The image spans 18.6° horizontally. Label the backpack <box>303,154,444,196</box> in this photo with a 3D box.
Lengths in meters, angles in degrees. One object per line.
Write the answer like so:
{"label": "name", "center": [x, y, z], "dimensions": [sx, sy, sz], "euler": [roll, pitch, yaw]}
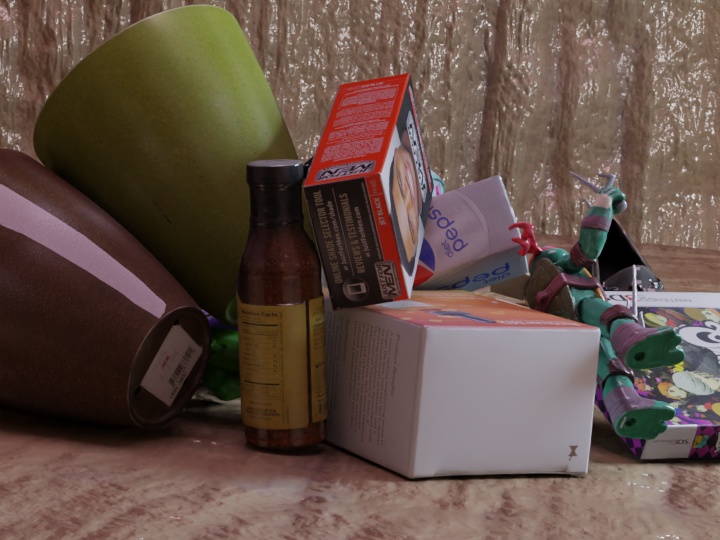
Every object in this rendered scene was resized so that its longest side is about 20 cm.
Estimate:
{"label": "backpack", "center": [0.000, 0.000, 1.841], "dimensions": [0.125, 0.202, 0.167], "euler": [6, 5, 12]}

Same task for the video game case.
{"label": "video game case", "center": [0.255, 0.080, 1.735], "dimensions": [0.180, 0.036, 0.200], "euler": [1, 30, -24]}

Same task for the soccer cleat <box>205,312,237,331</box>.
{"label": "soccer cleat", "center": [-0.143, 0.055, 1.853], "dimensions": [0.073, 0.069, 0.200], "euler": [2, 2, -23]}

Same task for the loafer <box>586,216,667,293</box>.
{"label": "loafer", "center": [0.227, 0.013, 1.915], "dimensions": [0.071, 0.063, 0.200], "euler": [-1, 23, -10]}

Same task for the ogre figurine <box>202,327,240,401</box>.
{"label": "ogre figurine", "center": [-0.150, 0.058, 1.715], "dimensions": [0.119, 0.099, 0.200], "euler": [24, 7, -42]}

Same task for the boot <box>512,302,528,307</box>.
{"label": "boot", "center": [0.113, 0.076, 1.875], "dimensions": [0.154, 0.077, 0.199], "euler": [0, 18, -39]}

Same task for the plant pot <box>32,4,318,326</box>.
{"label": "plant pot", "center": [-0.119, -0.063, 1.664], "dimensions": [0.186, 0.187, 0.201], "euler": [-3, 53, -55]}

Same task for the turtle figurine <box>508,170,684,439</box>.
{"label": "turtle figurine", "center": [0.176, 0.026, 1.637], "dimensions": [0.100, 0.150, 0.201], "euler": [-22, 41, -3]}

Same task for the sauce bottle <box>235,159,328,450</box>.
{"label": "sauce bottle", "center": [-0.056, 0.023, 1.552], "dimensions": [0.065, 0.202, 0.066], "euler": [0, 7, 0]}

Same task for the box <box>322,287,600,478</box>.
{"label": "box", "center": [0.056, 0.078, 1.598], "dimensions": [0.151, 0.107, 0.200], "euler": [2, 6, -29]}

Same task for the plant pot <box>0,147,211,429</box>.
{"label": "plant pot", "center": [-0.211, 0.033, 1.586], "dimensions": [0.199, 0.189, 0.186], "euler": [23, 14, 28]}

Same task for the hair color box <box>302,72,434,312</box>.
{"label": "hair color box", "center": [0.009, -0.061, 1.614], "dimensions": [0.061, 0.102, 0.200], "euler": [-8, 25, 12]}

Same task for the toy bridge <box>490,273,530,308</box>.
{"label": "toy bridge", "center": [0.137, 0.046, 1.807], "dimensions": [0.067, 0.027, 0.200], "euler": [16, 24, -1]}

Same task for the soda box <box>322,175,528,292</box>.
{"label": "soda box", "center": [0.028, -0.006, 1.724], "dimensions": [0.198, 0.064, 0.068], "euler": [-18, -21, 1]}
